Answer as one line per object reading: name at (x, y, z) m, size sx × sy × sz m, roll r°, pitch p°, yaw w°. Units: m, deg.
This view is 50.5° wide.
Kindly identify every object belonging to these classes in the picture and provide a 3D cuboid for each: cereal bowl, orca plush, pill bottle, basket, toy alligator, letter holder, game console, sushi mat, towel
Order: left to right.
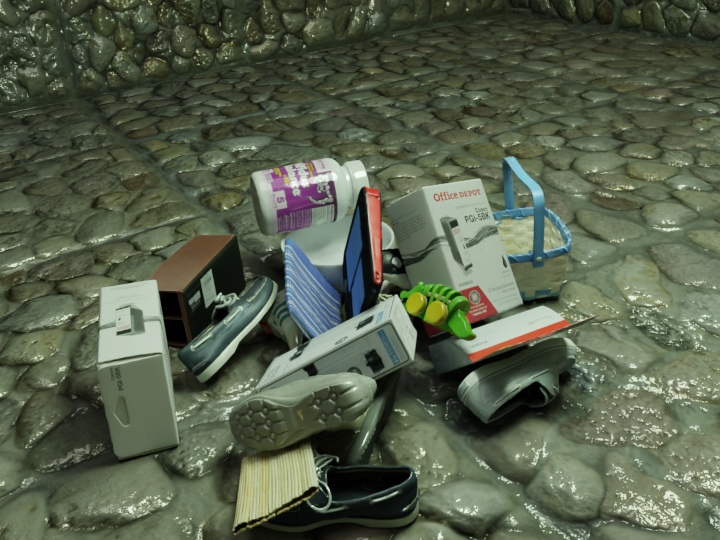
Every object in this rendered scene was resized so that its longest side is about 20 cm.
letter holder at (-0.298, 0.027, 1.263) m, size 0.139 × 0.102 × 0.201 m, roll 2°, pitch 28°, yaw 17°
sushi mat at (-0.094, 0.226, 0.840) m, size 0.094 × 0.012 × 0.200 m, roll -25°, pitch 7°, yaw -4°
pill bottle at (-0.087, -0.134, 1.339) m, size 0.196 × 0.114 × 0.112 m, roll -13°, pitch 28°, yaw -14°
towel at (-0.066, 0.049, 1.134) m, size 0.024 × 0.145 × 0.201 m, roll -31°, pitch 30°, yaw 12°
cereal bowl at (-0.037, -0.019, 1.324) m, size 0.196 × 0.085 × 0.201 m, roll -4°, pitch 27°, yaw 2°
game console at (0.000, 0.000, 1.104) m, size 0.030 × 0.201 × 0.180 m, roll 5°, pitch 54°, yaw -7°
toy alligator at (0.091, 0.041, 1.033) m, size 0.059 × 0.055 × 0.199 m, roll 28°, pitch -3°, yaw -39°
orca plush at (0.104, -0.002, 1.176) m, size 0.197 × 0.072 × 0.105 m, roll 24°, pitch 13°, yaw -23°
basket at (0.263, -0.063, 1.229) m, size 0.136 × 0.204 × 0.177 m, roll -5°, pitch 26°, yaw -2°

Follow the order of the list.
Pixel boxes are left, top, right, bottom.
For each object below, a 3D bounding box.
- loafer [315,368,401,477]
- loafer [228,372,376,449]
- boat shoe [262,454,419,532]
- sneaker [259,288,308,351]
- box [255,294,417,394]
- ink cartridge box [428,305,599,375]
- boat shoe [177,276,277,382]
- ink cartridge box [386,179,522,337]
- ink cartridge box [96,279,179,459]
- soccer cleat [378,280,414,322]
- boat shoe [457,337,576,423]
loafer at (0.000, 0.170, 0.959) m, size 0.068 × 0.076 × 0.200 m, roll 17°, pitch 32°, yaw 11°
loafer at (-0.069, 0.165, 0.904) m, size 0.197 × 0.071 × 0.069 m, roll -16°, pitch -2°, yaw 28°
boat shoe at (-0.033, 0.245, 0.843) m, size 0.196 × 0.063 × 0.075 m, roll 0°, pitch 29°, yaw 10°
sneaker at (-0.109, 0.089, 1.167) m, size 0.092 × 0.071 × 0.201 m, roll -21°, pitch 28°, yaw 8°
box at (-0.028, 0.115, 0.980) m, size 0.198 × 0.061 × 0.117 m, roll -28°, pitch 9°, yaw 13°
ink cartridge box at (0.195, 0.082, 1.012) m, size 0.157 × 0.048 × 0.200 m, roll -16°, pitch -11°, yaw -19°
boat shoe at (-0.196, 0.073, 1.132) m, size 0.074 × 0.062 × 0.201 m, roll -22°, pitch 26°, yaw 53°
ink cartridge box at (0.139, -0.023, 1.124) m, size 0.145 × 0.204 × 0.082 m, roll -14°, pitch -7°, yaw -44°
ink cartridge box at (-0.297, 0.126, 1.020) m, size 0.081 × 0.149 × 0.201 m, roll -9°, pitch 28°, yaw -13°
soccer cleat at (0.060, 0.046, 1.191) m, size 0.068 × 0.079 × 0.201 m, roll -1°, pitch 27°, yaw 6°
boat shoe at (0.218, 0.149, 0.997) m, size 0.198 × 0.071 × 0.072 m, roll -16°, pitch 53°, yaw -30°
